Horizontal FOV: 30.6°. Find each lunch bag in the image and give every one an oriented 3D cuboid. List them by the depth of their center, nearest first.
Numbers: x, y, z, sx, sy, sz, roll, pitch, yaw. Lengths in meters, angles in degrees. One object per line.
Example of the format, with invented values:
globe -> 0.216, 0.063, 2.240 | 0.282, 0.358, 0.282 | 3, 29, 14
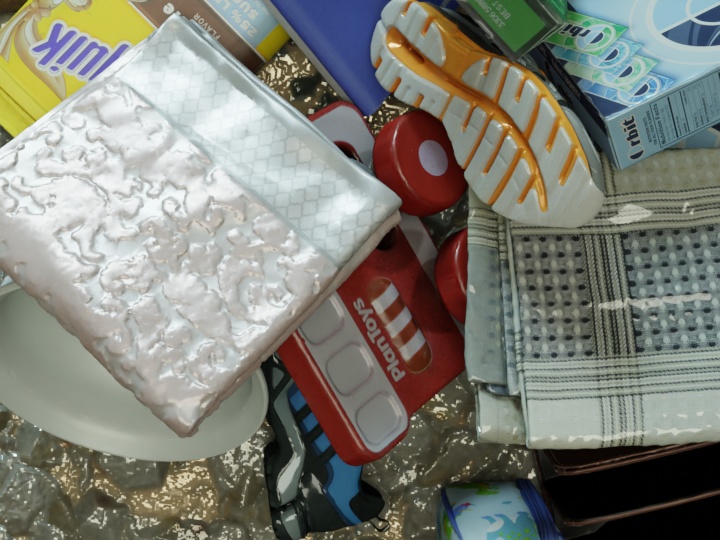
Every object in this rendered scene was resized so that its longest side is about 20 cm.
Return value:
lunch bag -> 0.098, 0.252, 0.883 | 0.082, 0.161, 0.201 | -5, 96, -1

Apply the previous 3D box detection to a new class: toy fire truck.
toy fire truck -> 0.000, 0.000, 0.833 | 0.168, 0.112, 0.201 | -37, 100, -41

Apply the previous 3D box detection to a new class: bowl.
bowl -> -0.150, 0.036, 0.865 | 0.200, 0.201, 0.091 | 12, 52, -3

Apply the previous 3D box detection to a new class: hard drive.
hard drive -> -0.014, -0.212, 0.825 | 0.132, 0.025, 0.200 | -52, 129, -12

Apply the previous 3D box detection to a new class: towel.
towel -> -0.106, -0.035, 0.763 | 0.200, 0.032, 0.191 | 41, 71, 13
towel -> 0.160, 0.011, 0.795 | 0.199, 0.035, 0.194 | -1, 75, 1

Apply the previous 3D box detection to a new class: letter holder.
letter holder -> 0.227, 0.135, 0.881 | 0.199, 0.142, 0.101 | -15, 97, 0

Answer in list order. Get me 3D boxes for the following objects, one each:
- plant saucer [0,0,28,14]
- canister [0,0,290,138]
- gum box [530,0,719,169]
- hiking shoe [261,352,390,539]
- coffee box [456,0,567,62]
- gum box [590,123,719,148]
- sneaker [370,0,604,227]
plant saucer -> -0.248, -0.273, 0.875 | 0.199, 0.034, 0.201 | 0, 98, -1
canister -> -0.143, -0.151, 0.865 | 0.148, 0.087, 0.200 | 44, 92, -9
gum box -> 0.214, -0.165, 0.829 | 0.199, 0.170, 0.045 | -26, 131, 1
hiking shoe -> -0.027, 0.087, 0.911 | 0.086, 0.074, 0.201 | -5, 107, -8
coffee box -> 0.074, -0.215, 0.800 | 0.044, 0.200, 0.123 | -36, 111, 26
gum box -> 0.238, -0.044, 0.856 | 0.200, 0.045, 0.170 | 35, 95, 31
sneaker -> 0.088, -0.101, 0.793 | 0.077, 0.200, 0.078 | -2, 133, -40
